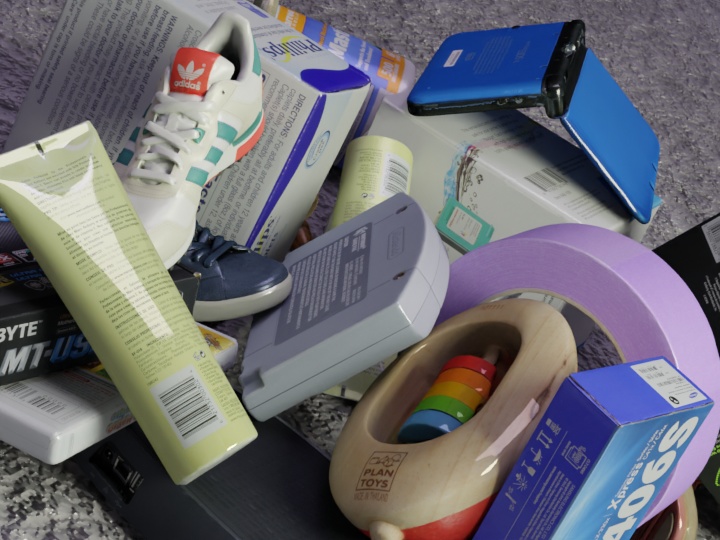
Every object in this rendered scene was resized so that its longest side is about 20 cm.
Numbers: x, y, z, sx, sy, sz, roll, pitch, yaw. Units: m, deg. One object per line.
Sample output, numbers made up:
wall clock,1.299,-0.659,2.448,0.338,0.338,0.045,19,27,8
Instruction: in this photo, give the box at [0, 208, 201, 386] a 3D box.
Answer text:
box,-0.232,-0.001,0.948,0.198,0.050,0.199,28,26,33

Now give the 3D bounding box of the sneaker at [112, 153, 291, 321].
sneaker,-0.137,-0.027,1.048,0.198,0.085,0.075,12,24,19

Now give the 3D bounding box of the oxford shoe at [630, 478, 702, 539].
oxford shoe,0.218,0.138,1.147,0.074,0.071,0.200,25,27,-14

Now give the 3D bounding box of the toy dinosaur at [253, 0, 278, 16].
toy dinosaur,-0.078,-0.164,1.319,0.088,0.047,0.201,22,70,-1

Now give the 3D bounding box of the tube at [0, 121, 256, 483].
tube,-0.126,0.016,0.872,0.201,0.052,0.058,59,9,3

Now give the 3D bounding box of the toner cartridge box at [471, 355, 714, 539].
toner cartridge box,0.110,0.142,0.891,0.095,0.201,0.043,-5,40,-46

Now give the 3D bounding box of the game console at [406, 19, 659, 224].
game console,0.140,-0.115,1.263,0.169,0.119,0.200,-4,21,15

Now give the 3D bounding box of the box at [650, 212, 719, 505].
box,0.282,0.080,1.135,0.200,0.124,0.149,49,21,-33

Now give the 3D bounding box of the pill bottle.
pill bottle,-0.062,-0.166,1.404,0.199,0.113,0.112,22,26,-10

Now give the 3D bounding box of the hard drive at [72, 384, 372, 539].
hard drive,-0.054,0.141,0.926,0.200,0.043,0.135,39,29,24

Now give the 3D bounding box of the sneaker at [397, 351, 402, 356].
sneaker,0.069,0.054,1.179,0.082,0.075,0.201,5,44,-48

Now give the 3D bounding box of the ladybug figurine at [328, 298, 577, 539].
ladybug figurine,0.059,0.095,0.936,0.135,0.072,0.200,-3,33,40

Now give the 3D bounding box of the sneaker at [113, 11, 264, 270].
sneaker,-0.113,-0.081,0.966,0.070,0.094,0.200,18,43,13

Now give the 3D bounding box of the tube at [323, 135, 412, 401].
tube,0.000,0.000,1.150,0.052,0.058,0.201,48,42,-50

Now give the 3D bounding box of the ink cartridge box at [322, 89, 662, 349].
ink cartridge box,0.099,-0.035,1.267,0.199,0.147,0.146,35,27,19

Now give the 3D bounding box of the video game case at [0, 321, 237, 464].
video game case,-0.202,0.040,0.957,0.199,0.023,0.182,21,23,22

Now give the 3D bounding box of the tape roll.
tape roll,0.126,0.074,1.031,0.200,0.201,0.065,38,29,23

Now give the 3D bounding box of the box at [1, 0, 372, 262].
box,-0.126,-0.100,1.139,0.199,0.185,0.105,33,20,12

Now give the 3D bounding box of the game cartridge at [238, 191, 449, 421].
game cartridge,-0.007,0.016,1.027,0.041,0.133,0.200,54,15,-17

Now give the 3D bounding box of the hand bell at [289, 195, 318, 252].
hand bell,-0.046,-0.024,1.218,0.103,0.104,0.201,6,45,-35
